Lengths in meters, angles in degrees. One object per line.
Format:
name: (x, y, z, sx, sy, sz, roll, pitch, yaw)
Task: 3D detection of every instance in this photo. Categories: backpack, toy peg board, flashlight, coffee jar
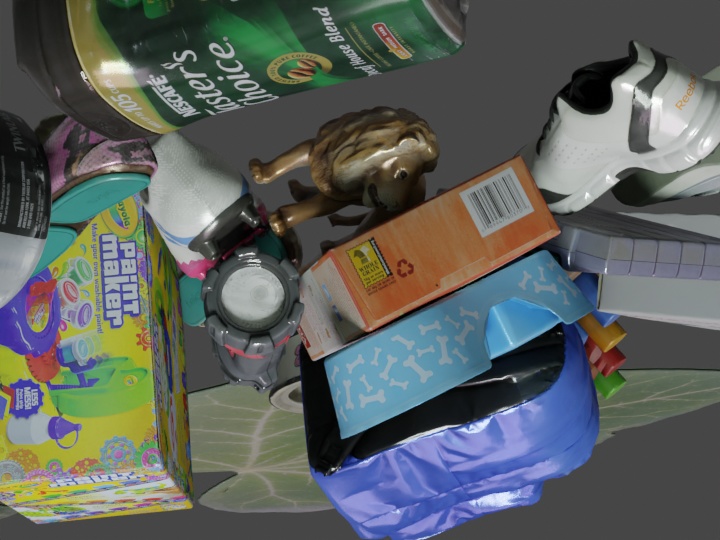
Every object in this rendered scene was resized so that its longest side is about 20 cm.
backpack: (0.075, 0.096, 1.106, 0.199, 0.163, 0.168, -24, 134, 13)
toy peg board: (0.152, 0.087, 1.289, 0.200, 0.098, 0.199, -37, 165, -13)
flashlight: (-0.077, 0.035, 1.026, 0.068, 0.068, 0.200, 18, 168, -4)
coffee jar: (-0.057, -0.123, 0.700, 0.199, 0.086, 0.104, -12, 163, 20)

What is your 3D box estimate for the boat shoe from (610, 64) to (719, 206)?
boat shoe: (0.244, -0.092, 0.976, 0.071, 0.070, 0.201, -9, 171, -32)

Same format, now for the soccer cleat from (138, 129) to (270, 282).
soccer cleat: (-0.105, -0.047, 0.980, 0.070, 0.086, 0.200, -39, 178, -9)

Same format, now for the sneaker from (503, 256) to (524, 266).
sneaker: (0.075, 0.013, 1.242, 0.070, 0.078, 0.200, -33, 164, -48)

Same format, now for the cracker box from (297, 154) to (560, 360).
cracker box: (0.031, -0.003, 0.968, 0.134, 0.058, 0.200, -27, 177, -14)

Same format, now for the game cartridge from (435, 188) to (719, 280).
game cartridge: (0.153, -0.024, 1.051, 0.129, 0.039, 0.200, -2, -168, -31)

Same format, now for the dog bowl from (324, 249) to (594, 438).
dog bowl: (0.058, 0.041, 0.931, 0.200, 0.050, 0.111, -25, 176, -42)

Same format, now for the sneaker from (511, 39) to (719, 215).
sneaker: (0.145, -0.093, 0.943, 0.080, 0.074, 0.200, 32, 155, -17)

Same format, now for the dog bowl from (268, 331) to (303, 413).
dog bowl: (0.009, 0.079, 1.423, 0.199, 0.074, 0.200, -6, 163, -2)

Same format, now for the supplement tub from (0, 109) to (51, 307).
supplement tub: (-0.278, -0.044, 0.808, 0.122, 0.123, 0.199, -22, 158, 41)

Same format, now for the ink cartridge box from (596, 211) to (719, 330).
ink cartridge box: (0.310, 0.007, 1.215, 0.199, 0.088, 0.145, 11, 175, -38)

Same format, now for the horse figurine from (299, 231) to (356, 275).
horse figurine: (0.000, 0.000, 1.143, 0.199, 0.050, 0.132, -23, 175, 38)

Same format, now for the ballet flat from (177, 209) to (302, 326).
ballet flat: (-0.085, -0.011, 1.139, 0.062, 0.068, 0.200, -32, -177, -34)

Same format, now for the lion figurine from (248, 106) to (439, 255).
lion figurine: (0.005, -0.060, 0.994, 0.122, 0.073, 0.200, -21, 175, 11)

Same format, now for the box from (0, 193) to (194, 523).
box: (-0.192, 0.061, 1.058, 0.121, 0.201, 0.193, -5, 163, -2)

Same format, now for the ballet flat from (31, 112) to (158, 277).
ballet flat: (-0.192, -0.049, 0.911, 0.069, 0.072, 0.200, 4, 155, -43)
